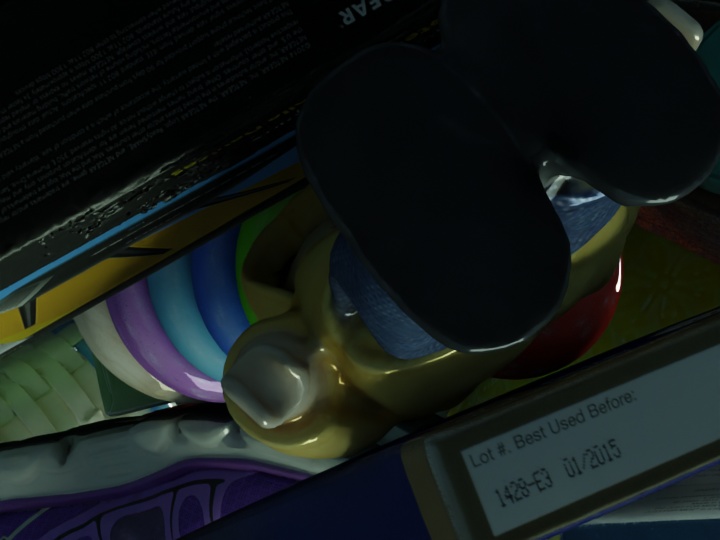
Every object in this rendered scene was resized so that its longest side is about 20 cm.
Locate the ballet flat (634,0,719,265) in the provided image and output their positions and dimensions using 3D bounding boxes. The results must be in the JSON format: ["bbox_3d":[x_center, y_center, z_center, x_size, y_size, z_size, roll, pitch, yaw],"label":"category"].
[{"bbox_3d":[0.085,-0.035,0.682,0.068,0.067,0.200,-47,-136,-16],"label":"ballet flat"}]

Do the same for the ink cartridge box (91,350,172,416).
[{"bbox_3d":[-0.067,0.022,0.909,0.199,0.048,0.145,-15,178,14],"label":"ink cartridge box"}]

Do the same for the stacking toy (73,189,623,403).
[{"bbox_3d":[0.000,0.000,0.719,0.085,0.086,0.200,-23,-165,-31],"label":"stacking toy"}]

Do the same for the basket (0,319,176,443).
[{"bbox_3d":[-0.147,0.121,1.030,0.200,0.177,0.139,-37,-163,-23],"label":"basket"}]

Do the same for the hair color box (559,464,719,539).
[{"bbox_3d":[0.138,0.069,0.704,0.100,0.061,0.200,-5,-173,29],"label":"hair color box"}]

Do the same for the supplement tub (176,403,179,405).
[{"bbox_3d":[-0.005,0.021,1.174,0.199,0.107,0.107,-22,174,-36],"label":"supplement tub"}]

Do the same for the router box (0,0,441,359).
[{"bbox_3d":[-0.055,-0.031,0.620,0.199,0.051,0.149,-29,175,11],"label":"router box"}]

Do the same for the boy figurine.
[{"bbox_3d":[0.019,-0.010,0.551,0.124,0.064,0.200,-42,179,-10],"label":"boy figurine"}]

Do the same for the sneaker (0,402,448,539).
[{"bbox_3d":[-0.044,0.082,0.839,0.200,0.084,0.080,-14,178,44],"label":"sneaker"}]

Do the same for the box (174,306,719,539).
[{"bbox_3d":[0.028,0.048,0.619,0.121,0.033,0.200,-21,174,-27],"label":"box"}]

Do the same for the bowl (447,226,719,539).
[{"bbox_3d":[0.079,0.041,0.853,0.200,0.107,0.201,-50,157,-30],"label":"bowl"}]

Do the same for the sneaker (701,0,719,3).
[{"bbox_3d":[0.049,-0.058,0.794,0.083,0.071,0.199,-30,-178,-38],"label":"sneaker"}]
